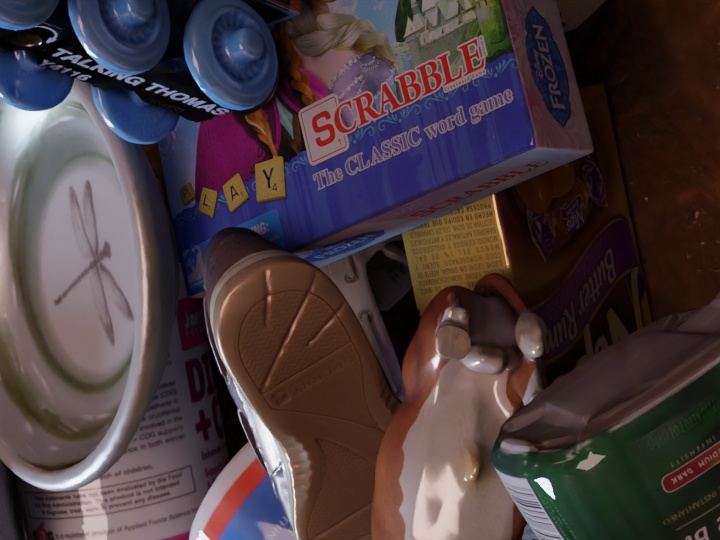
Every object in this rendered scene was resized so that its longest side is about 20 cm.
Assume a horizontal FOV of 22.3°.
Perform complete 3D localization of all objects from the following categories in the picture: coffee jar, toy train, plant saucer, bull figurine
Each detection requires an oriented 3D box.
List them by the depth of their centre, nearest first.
[{"bbox_3d":[0.133,0.117,0.603,0.200,0.104,0.085,60,165,-10],"label":"coffee jar"},{"bbox_3d":[-0.107,-0.122,0.694,0.087,0.200,0.114,-15,68,41],"label":"toy train"},{"bbox_3d":[0.038,0.100,0.711,0.065,0.121,0.200,4,89,-4],"label":"bull figurine"},{"bbox_3d":[-0.132,0.000,0.844,0.200,0.050,0.200,6,98,52],"label":"plant saucer"}]

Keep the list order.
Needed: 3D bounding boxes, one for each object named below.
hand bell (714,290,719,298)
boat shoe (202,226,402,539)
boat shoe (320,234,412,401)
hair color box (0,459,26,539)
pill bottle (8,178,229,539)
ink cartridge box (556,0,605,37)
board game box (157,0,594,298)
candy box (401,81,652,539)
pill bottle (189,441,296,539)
[{"bbox_3d":[0.144,0.060,0.724,0.104,0.200,0.104,8,104,32],"label":"hand bell"},{"bbox_3d":[-0.014,0.063,0.775,0.072,0.065,0.200,-27,126,-2],"label":"boat shoe"},{"bbox_3d":[-0.001,-0.002,0.872,0.086,0.075,0.202,-15,56,4],"label":"boat shoe"},{"bbox_3d":[-0.216,0.099,0.965,0.061,0.200,0.102,-11,122,-4],"label":"hair color box"},{"bbox_3d":[-0.134,0.058,0.959,0.113,0.113,0.200,-7,96,34],"label":"pill bottle"},{"bbox_3d":[0.029,-0.154,0.826,0.200,0.084,0.146,-42,75,33],"label":"ink cartridge box"},{"bbox_3d":[-0.014,-0.111,0.765,0.200,0.041,0.200,-23,74,39],"label":"board game box"},{"bbox_3d":[0.081,0.023,0.810,0.056,0.117,0.200,-8,96,36],"label":"candy box"},{"bbox_3d":[0.022,0.162,0.879,0.200,0.112,0.112,39,118,20],"label":"pill bottle"}]
